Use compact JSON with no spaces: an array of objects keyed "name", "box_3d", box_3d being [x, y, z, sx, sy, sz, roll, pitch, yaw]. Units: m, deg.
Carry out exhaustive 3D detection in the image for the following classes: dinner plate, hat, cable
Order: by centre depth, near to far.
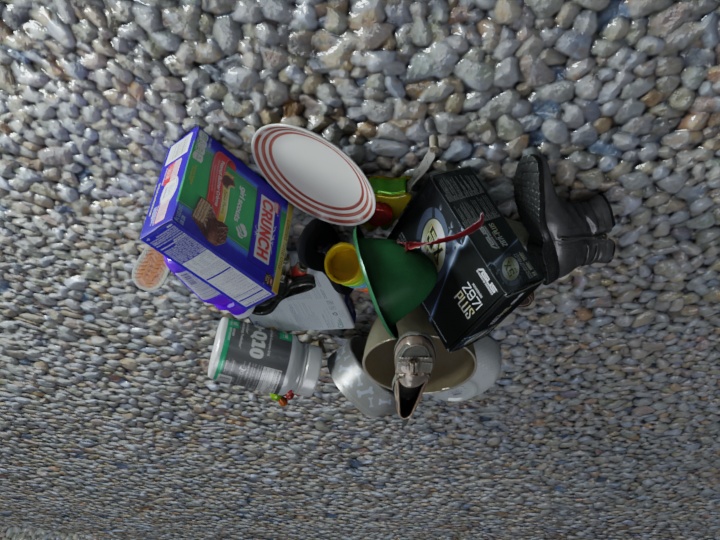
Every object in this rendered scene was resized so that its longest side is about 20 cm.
[{"name":"hat","box_3d":[0.096,-0.011,0.956,0.173,0.201,0.168,-22,115,8]},{"name":"dinner plate","box_3d":[-0.063,-0.135,0.958,0.196,0.025,0.202,24,153,13]},{"name":"cable","box_3d":[-0.134,0.025,1.154,0.095,0.052,0.200,10,155,-16]}]

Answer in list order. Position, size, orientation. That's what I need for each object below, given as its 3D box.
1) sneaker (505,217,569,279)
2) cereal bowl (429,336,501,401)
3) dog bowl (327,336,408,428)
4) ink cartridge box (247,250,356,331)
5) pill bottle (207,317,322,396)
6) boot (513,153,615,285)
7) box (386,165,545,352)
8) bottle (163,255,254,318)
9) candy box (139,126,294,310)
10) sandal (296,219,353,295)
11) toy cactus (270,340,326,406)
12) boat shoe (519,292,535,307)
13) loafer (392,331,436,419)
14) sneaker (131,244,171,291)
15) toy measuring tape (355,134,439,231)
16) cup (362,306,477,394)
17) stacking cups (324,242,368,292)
[{"name":"sneaker","box_3d":[0.227,-0.017,1.082,0.196,0.078,0.112,21,134,-15]},{"name":"cereal bowl","box_3d":[0.187,0.204,1.376,0.194,0.085,0.202,2,142,2]},{"name":"dog bowl","box_3d":[0.031,0.208,1.314,0.198,0.201,0.059,30,107,-30]},{"name":"ink cartridge box","box_3d":[-0.124,0.041,1.225,0.195,0.044,0.198,-3,143,15]},{"name":"pill bottle","box_3d":[-0.176,0.165,1.271,0.195,0.115,0.114,16,142,-14]},{"name":"boot","box_3d":[0.300,-0.089,0.992,0.129,0.070,0.204,-21,118,-11]},{"name":"box","box_3d":[0.142,-0.015,0.984,0.085,0.203,0.164,-16,157,-34]},{"name":"bottle","box_3d":[-0.228,0.009,1.077,0.082,0.066,0.201,-29,143,4]},{"name":"candy box","box_3d":[-0.195,-0.070,0.976,0.076,0.172,0.199,-20,138,32]},{"name":"sandal","box_3d":[-0.040,-0.021,1.098,0.042,0.078,0.200,15,166,28]},{"name":"toy cactus","box_3d":[-0.146,0.192,1.405,0.163,0.103,0.201,-30,133,10]},{"name":"boat shoe","box_3d":[0.211,0.034,1.158,0.196,0.073,0.072,21,140,-21]},{"name":"loafer","box_3d":[0.087,0.176,1.123,0.070,0.064,0.202,3,143,0]},{"name":"sneaker","box_3d":[-0.296,-0.060,1.094,0.071,0.080,0.200,37,114,-17]},{"name":"toy measuring tape","box_3d":[0.040,-0.123,0.971,0.072,0.075,0.201,16,142,-16]},{"name":"cup","box_3d":[0.103,0.106,1.203,0.195,0.146,0.202,2,143,2]},{"name":"stacking cups","box_3d":[0.000,0.000,1.093,0.059,0.062,0.200,-7,172,14]}]
